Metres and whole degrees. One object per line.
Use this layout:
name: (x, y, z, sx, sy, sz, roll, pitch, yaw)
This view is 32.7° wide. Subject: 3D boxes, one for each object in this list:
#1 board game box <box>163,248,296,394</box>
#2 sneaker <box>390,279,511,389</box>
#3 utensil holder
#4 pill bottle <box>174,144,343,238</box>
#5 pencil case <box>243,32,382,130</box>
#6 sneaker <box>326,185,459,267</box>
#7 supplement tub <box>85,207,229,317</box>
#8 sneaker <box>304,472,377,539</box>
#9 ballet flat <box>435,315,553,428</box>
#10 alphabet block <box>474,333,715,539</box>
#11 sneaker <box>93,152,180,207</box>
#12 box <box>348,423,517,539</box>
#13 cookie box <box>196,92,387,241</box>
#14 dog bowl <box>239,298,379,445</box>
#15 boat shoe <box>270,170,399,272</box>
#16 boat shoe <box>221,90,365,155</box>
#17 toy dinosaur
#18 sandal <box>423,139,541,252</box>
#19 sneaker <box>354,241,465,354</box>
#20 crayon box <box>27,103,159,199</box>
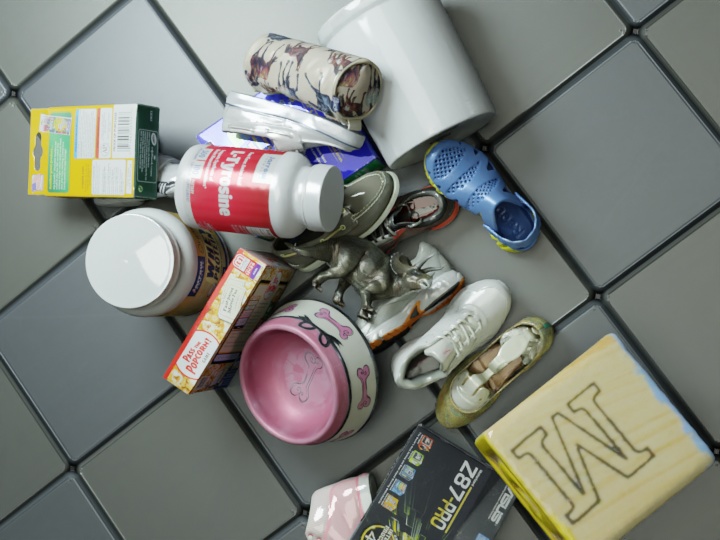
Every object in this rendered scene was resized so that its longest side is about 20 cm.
board game box: (-0.172, 0.068, 1.653, 0.046, 0.151, 0.200, 32, 95, 11)
sneaker: (0.123, 0.094, 1.608, 0.078, 0.099, 0.200, 44, 101, -4)
utensil holder: (0.063, -0.256, 1.604, 0.170, 0.170, 0.200, -27, 86, 11)
pill bottle: (-0.129, -0.101, 1.583, 0.200, 0.112, 0.112, 6, 90, 20)
pencil case: (-0.065, -0.244, 1.562, 0.200, 0.078, 0.089, 25, 101, 42)
sneaker: (0.033, -0.063, 1.645, 0.200, 0.082, 0.077, -29, 82, 10)
supplement tub: (-0.272, -0.009, 1.652, 0.144, 0.200, 0.144, 0, 89, 13)
sneaker: (-0.015, 0.380, 1.646, 0.105, 0.075, 0.200, -13, 78, 8)
ballet flat: (0.171, 0.133, 1.617, 0.200, 0.071, 0.071, -42, 80, 9)
alphabet block: (0.280, 0.222, 1.507, 0.200, 0.195, 0.196, -37, 79, -6)
sneaker: (-0.291, -0.154, 1.713, 0.200, 0.075, 0.115, -6, 87, 27)
box: (0.093, 0.326, 1.598, 0.161, 0.049, 0.200, 32, 74, 4)
cookie box: (-0.093, -0.164, 1.680, 0.200, 0.075, 0.171, -32, 81, 10)
dog bowl: (-0.077, 0.142, 1.628, 0.200, 0.074, 0.200, 11, 109, 33)
boat shoe: (-0.035, -0.069, 1.631, 0.202, 0.060, 0.072, -37, 50, 28)
boat shoe: (-0.090, -0.180, 1.612, 0.200, 0.074, 0.065, 19, 97, 22)
toy dinosaur: (0.000, 0.000, 1.601, 0.200, 0.077, 0.102, 25, 75, 14)
sandal: (0.166, -0.095, 1.579, 0.200, 0.087, 0.079, 38, 93, -16)
sneaker: (0.039, 0.041, 1.654, 0.200, 0.076, 0.092, -35, 74, 2)
crayon box: (-0.368, -0.163, 1.690, 0.200, 0.052, 0.126, 3, 91, 31)
